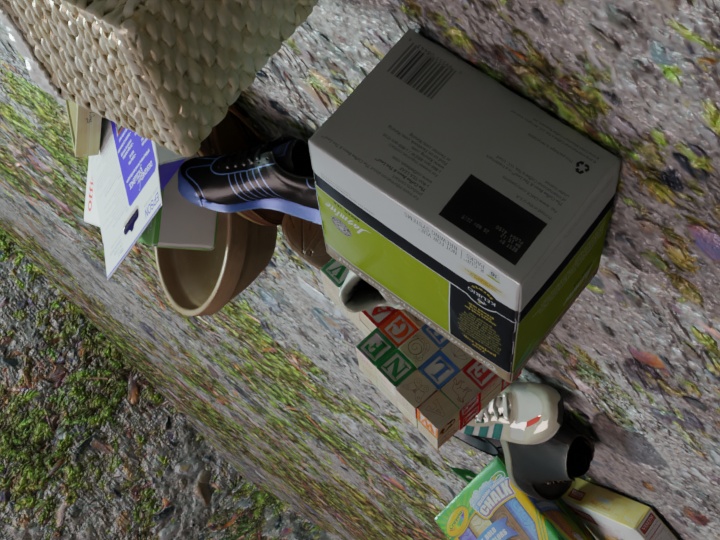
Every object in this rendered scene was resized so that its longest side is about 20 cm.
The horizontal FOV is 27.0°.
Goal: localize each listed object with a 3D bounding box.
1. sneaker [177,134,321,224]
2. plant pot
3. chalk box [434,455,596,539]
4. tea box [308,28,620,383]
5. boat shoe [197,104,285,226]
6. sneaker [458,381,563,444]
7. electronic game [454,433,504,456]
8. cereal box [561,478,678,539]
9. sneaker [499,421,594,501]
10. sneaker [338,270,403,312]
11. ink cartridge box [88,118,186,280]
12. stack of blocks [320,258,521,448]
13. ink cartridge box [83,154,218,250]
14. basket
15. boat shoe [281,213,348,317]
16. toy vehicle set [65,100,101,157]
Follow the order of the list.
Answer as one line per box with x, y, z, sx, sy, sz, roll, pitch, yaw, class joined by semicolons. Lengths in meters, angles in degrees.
-0.097;-0.103;1.519;0.199;0.070;0.078;8;132;17;sneaker
-0.162;-0.047;1.764;0.092;0.202;0.200;2;-172;-34;plant pot
0.191;0.318;1.896;0.200;0.124;0.124;53;-161;28;chalk box
0.080;-0.047;1.184;0.200;0.134;0.197;35;160;17;tea box
-0.127;-0.115;1.609;0.067;0.072;0.200;25;157;47;boat shoe
0.131;0.156;1.664;0.093;0.071;0.199;2;180;-42;sneaker
0.123;0.180;1.922;0.199;0.042;0.200;32;170;6;electronic game
0.351;0.344;1.853;0.200;0.040;0.144;47;164;-27;cereal box
0.228;0.231;1.747;0.106;0.075;0.200;32;162;38;sneaker
0.059;-0.005;1.350;0.199;0.089;0.074;-27;106;43;sneaker
-0.241;-0.118;1.601;0.198;0.043;0.201;-42;54;55;ink cartridge box
0.048;0.059;1.455;0.200;0.115;0.059;45;165;20;stack of blocks
-0.240;-0.111;1.727;0.084;0.147;0.200;2;-172;-34;ink cartridge box
-0.157;-0.224;1.133;0.160;0.199;0.200;31;163;20;basket
0.000;0.000;1.629;0.200;0.072;0.072;44;-158;20;boat shoe
-0.295;-0.222;1.577;0.200;0.026;0.125;115;144;-63;toy vehicle set
